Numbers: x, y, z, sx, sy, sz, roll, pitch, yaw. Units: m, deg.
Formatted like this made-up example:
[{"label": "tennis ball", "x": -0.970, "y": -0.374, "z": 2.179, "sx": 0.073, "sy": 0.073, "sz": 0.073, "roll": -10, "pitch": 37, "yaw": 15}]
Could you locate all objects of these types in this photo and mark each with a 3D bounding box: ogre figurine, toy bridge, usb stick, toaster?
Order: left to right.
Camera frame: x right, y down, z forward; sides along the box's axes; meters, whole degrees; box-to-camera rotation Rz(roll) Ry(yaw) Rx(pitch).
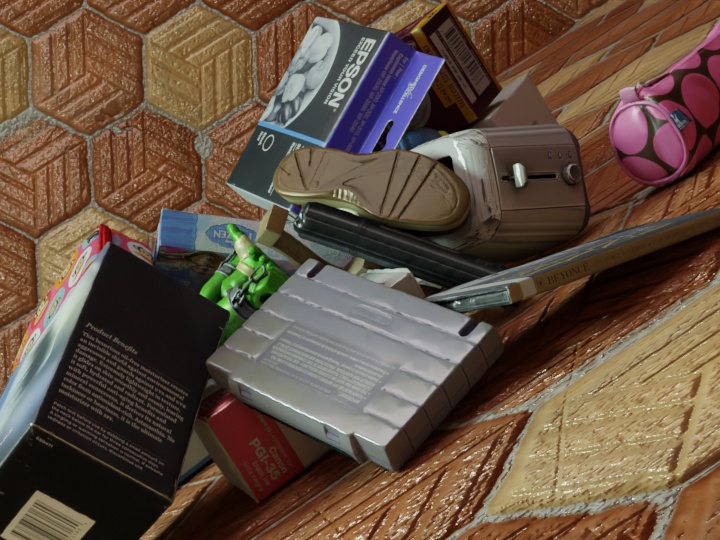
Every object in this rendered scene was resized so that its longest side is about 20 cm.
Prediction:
[{"label": "ogre figurine", "x": -0.117, "y": 0.034, "z": 1.294, "sx": 0.120, "sy": 0.098, "sz": 0.200, "roll": -47, "pitch": 32, "yaw": -2}, {"label": "toy bridge", "x": 0.000, "y": 0.000, "z": 1.319, "sx": 0.067, "sy": 0.198, "sz": 0.028, "roll": 136, "pitch": 151, "yaw": -59}, {"label": "usb stick", "x": 0.041, "y": -0.014, "z": 1.237, "sx": 0.055, "sy": 0.198, "sz": 0.033, "roll": -14, "pitch": -58, "yaw": -78}, {"label": "toaster", "x": 0.100, "y": -0.064, "z": 1.353, "sx": 0.128, "sy": 0.115, "sz": 0.199, "roll": -3, "pitch": -9, "yaw": -39}]

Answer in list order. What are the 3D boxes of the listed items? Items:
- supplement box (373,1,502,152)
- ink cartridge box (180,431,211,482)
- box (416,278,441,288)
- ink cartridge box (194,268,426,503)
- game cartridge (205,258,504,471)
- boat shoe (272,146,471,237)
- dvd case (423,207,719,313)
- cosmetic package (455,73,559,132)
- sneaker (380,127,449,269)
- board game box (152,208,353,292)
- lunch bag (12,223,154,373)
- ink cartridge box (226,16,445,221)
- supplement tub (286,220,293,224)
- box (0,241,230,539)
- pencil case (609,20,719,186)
[{"label": "supplement box", "x": 0.031, "y": -0.174, "z": 1.550, "sx": 0.199, "sy": 0.111, "sz": 0.086, "roll": -28, "pitch": 12, "yaw": 35}, {"label": "ink cartridge box", "x": -0.199, "y": 0.151, "z": 1.458, "sx": 0.144, "sy": 0.085, "sz": 0.200, "roll": -36, "pitch": 7, "yaw": -26}, {"label": "box", "x": -0.004, "y": 0.055, "z": 1.459, "sx": 0.199, "sy": 0.037, "sz": 0.144, "roll": -31, "pitch": 7, "yaw": -5}, {"label": "ink cartridge box", "x": -0.036, "y": 0.088, "z": 1.208, "sx": 0.199, "sy": 0.083, "sz": 0.146, "roll": -35, "pitch": 8, "yaw": -13}, {"label": "game cartridge", "x": -0.009, "y": 0.065, "z": 1.080, "sx": 0.199, "sy": 0.039, "sz": 0.130, "roll": 20, "pitch": 60, "yaw": 44}, {"label": "boat shoe", "x": 0.016, "y": -0.058, "z": 1.310, "sx": 0.198, "sy": 0.072, "sz": 0.073, "roll": 9, "pitch": 60, "yaw": 33}, {"label": "dvd case", "x": 0.155, "y": -0.006, "z": 1.092, "sx": 0.198, "sy": 0.016, "sz": 0.148, "roll": -19, "pitch": 2, "yaw": -23}, {"label": "cosmetic package", "x": 0.110, "y": -0.094, "z": 1.613, "sx": 0.199, "sy": 0.124, "sz": 0.199, "roll": -30, "pitch": 8, "yaw": 25}, {"label": "sneaker", "x": 0.019, "y": -0.064, "z": 1.480, "sx": 0.078, "sy": 0.066, "sz": 0.201, "roll": -4, "pitch": -39, "yaw": -36}, {"label": "board game box", "x": -0.113, "y": 0.007, "z": 1.513, "sx": 0.196, "sy": 0.044, "sz": 0.200, "roll": 5, "pitch": -23, "yaw": -10}, {"label": "lunch bag", "x": -0.264, "y": 0.071, "z": 1.423, "sx": 0.201, "sy": 0.081, "sz": 0.177, "roll": -58, "pitch": 21, "yaw": 15}, {"label": "ink cartridge box", "x": -0.030, "y": -0.142, "z": 1.448, "sx": 0.199, "sy": 0.043, "sz": 0.200, "roll": 24, "pitch": 84, "yaw": 55}, {"label": "supplement tub", "x": -0.074, "y": -0.004, "z": 1.775, "sx": 0.122, "sy": 0.123, "sz": 0.200, "roll": -32, "pitch": 8, "yaw": 2}, {"label": "box", "x": -0.214, "y": 0.124, "z": 1.150, "sx": 0.200, "sy": 0.122, "sz": 0.200, "roll": -47, "pitch": 19, "yaw": 37}, {"label": "pencil case", "x": 0.304, "y": -0.159, "z": 1.345, "sx": 0.200, "sy": 0.094, "sz": 0.090, "roll": -38, "pitch": 10, "yaw": -40}]
